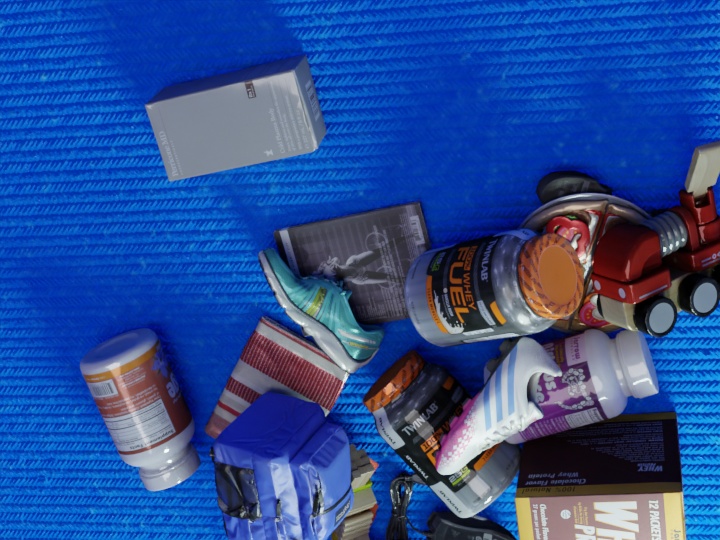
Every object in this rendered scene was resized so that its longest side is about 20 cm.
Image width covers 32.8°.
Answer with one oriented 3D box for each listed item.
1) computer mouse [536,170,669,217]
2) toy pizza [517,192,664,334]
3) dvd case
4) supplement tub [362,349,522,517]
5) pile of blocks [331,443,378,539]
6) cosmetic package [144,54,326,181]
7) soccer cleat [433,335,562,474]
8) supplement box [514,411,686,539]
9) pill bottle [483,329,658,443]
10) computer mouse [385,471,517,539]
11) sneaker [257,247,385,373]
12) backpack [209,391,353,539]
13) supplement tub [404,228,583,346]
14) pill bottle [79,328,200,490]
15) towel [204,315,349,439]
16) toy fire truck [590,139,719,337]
[{"bbox_3d":[0.308,-0.080,1.472,0.198,0.034,0.059,16,122,-1],"label":"computer mouse"},{"bbox_3d":[0.276,-0.001,1.486,0.198,0.032,0.202,4,121,7],"label":"toy pizza"},{"bbox_3d":[0.000,0.000,1.573,0.198,0.016,0.150,-11,109,16],"label":"dvd case"},{"bbox_3d":[0.103,0.206,1.568,0.200,0.123,0.122,46,113,-4],"label":"supplement tub"},{"bbox_3d":[-0.009,0.313,1.680,0.062,0.082,0.202,-13,126,-28],"label":"pile of blocks"},{"bbox_3d":[-0.151,-0.186,1.498,0.198,0.090,0.108,-13,110,13],"label":"cosmetic package"},{"bbox_3d":[0.163,0.175,1.455,0.086,0.070,0.201,35,104,16],"label":"soccer cleat"},{"bbox_3d":[0.300,0.284,1.515,0.195,0.200,0.134,-5,109,14],"label":"supplement box"},{"bbox_3d":[0.261,0.137,1.516,0.198,0.112,0.113,-19,106,18],"label":"pill bottle"},{"bbox_3d":[0.131,0.333,1.658,0.198,0.046,0.142,7,115,21],"label":"computer mouse"},{"bbox_3d":[-0.052,0.039,1.564,0.080,0.078,0.200,-44,102,4],"label":"sneaker"},{"bbox_3d":[-0.097,0.291,1.587,0.166,0.162,0.202,13,118,29],"label":"backpack"},{"bbox_3d":[0.158,0.020,1.450,0.199,0.122,0.123,-14,109,47],"label":"supplement tub"},{"bbox_3d":[-0.292,0.190,1.657,0.111,0.112,0.202,-16,107,17],"label":"pill bottle"},{"bbox_3d":[-0.113,0.174,1.661,0.143,0.023,0.201,29,113,1],"label":"towel"},{"bbox_3d":[0.353,-0.044,1.382,0.175,0.128,0.202,-21,108,-20],"label":"toy fire truck"}]
